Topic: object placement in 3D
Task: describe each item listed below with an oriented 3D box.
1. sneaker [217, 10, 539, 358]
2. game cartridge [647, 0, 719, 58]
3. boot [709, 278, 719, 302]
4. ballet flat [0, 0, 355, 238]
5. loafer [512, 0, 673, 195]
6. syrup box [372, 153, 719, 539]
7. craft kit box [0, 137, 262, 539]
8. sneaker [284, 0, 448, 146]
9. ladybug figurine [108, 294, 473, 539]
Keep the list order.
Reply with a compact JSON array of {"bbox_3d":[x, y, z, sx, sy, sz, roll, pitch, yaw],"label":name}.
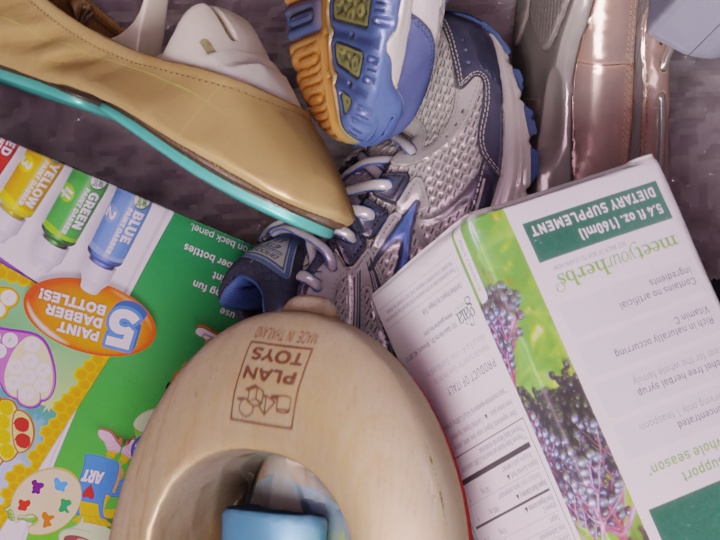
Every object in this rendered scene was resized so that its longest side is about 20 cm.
[{"bbox_3d":[0.000,0.000,0.864,0.085,0.077,0.201,18,83,-26],"label":"sneaker"},{"bbox_3d":[0.144,-0.173,0.804,0.040,0.133,0.201,22,65,-14],"label":"game cartridge"},{"bbox_3d":[0.177,0.096,0.872,0.076,0.200,0.168,-39,56,1],"label":"boot"},{"bbox_3d":[-0.074,-0.074,0.860,0.200,0.069,0.063,26,92,33],"label":"ballet flat"},{"bbox_3d":[0.089,-0.071,0.884,0.063,0.072,0.201,5,99,-16],"label":"loafer"},{"bbox_3d":[0.087,0.075,0.789,0.079,0.081,0.200,-18,78,-29],"label":"syrup box"},{"bbox_3d":[-0.140,0.054,0.860,0.200,0.048,0.198,22,84,-24],"label":"craft kit box"},{"bbox_3d":[0.029,-0.139,0.854,0.088,0.075,0.201,10,84,-33],"label":"sneaker"},{"bbox_3d":[-0.017,0.109,0.794,0.135,0.072,0.201,7,89,34],"label":"ladybug figurine"}]
